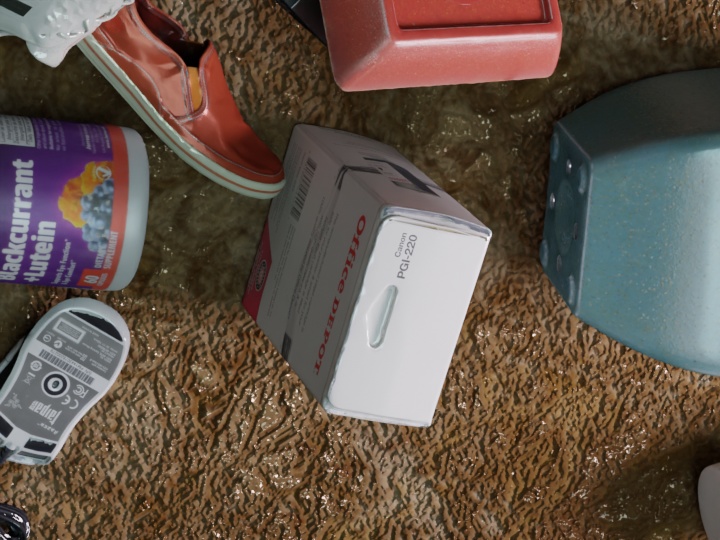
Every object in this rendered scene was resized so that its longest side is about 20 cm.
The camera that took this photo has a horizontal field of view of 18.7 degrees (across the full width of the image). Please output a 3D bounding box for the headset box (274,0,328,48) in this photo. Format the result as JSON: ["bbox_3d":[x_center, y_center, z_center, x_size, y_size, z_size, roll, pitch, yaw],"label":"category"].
[{"bbox_3d":[-0.077,-0.250,1.402,0.077,0.149,0.200,-44,115,1],"label":"headset box"}]

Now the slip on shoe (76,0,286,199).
[{"bbox_3d":[-0.116,-0.124,1.475,0.061,0.074,0.200,-37,112,16],"label":"slip on shoe"}]

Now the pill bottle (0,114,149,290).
[{"bbox_3d":[-0.247,-0.048,1.440,0.199,0.111,0.112,4,108,-19],"label":"pill bottle"}]

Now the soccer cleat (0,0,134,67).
[{"bbox_3d":[-0.182,-0.176,1.398,0.199,0.069,0.086,-8,88,16],"label":"soccer cleat"}]

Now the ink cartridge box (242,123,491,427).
[{"bbox_3d":[0.000,0.000,1.488,0.084,0.200,0.146,11,105,-21],"label":"ink cartridge box"}]

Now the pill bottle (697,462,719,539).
[{"bbox_3d":[0.376,0.172,1.721,0.199,0.114,0.114,-15,113,-12],"label":"pill bottle"}]

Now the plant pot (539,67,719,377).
[{"bbox_3d":[0.239,-0.038,1.565,0.199,0.196,0.197,1,109,-10],"label":"plant pot"}]

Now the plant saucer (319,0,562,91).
[{"bbox_3d":[0.050,-0.219,1.379,0.199,0.037,0.201,-8,86,-43],"label":"plant saucer"}]

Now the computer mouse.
[{"bbox_3d":[-0.232,0.099,1.537,0.109,0.044,0.200,33,102,-20],"label":"computer mouse"}]
